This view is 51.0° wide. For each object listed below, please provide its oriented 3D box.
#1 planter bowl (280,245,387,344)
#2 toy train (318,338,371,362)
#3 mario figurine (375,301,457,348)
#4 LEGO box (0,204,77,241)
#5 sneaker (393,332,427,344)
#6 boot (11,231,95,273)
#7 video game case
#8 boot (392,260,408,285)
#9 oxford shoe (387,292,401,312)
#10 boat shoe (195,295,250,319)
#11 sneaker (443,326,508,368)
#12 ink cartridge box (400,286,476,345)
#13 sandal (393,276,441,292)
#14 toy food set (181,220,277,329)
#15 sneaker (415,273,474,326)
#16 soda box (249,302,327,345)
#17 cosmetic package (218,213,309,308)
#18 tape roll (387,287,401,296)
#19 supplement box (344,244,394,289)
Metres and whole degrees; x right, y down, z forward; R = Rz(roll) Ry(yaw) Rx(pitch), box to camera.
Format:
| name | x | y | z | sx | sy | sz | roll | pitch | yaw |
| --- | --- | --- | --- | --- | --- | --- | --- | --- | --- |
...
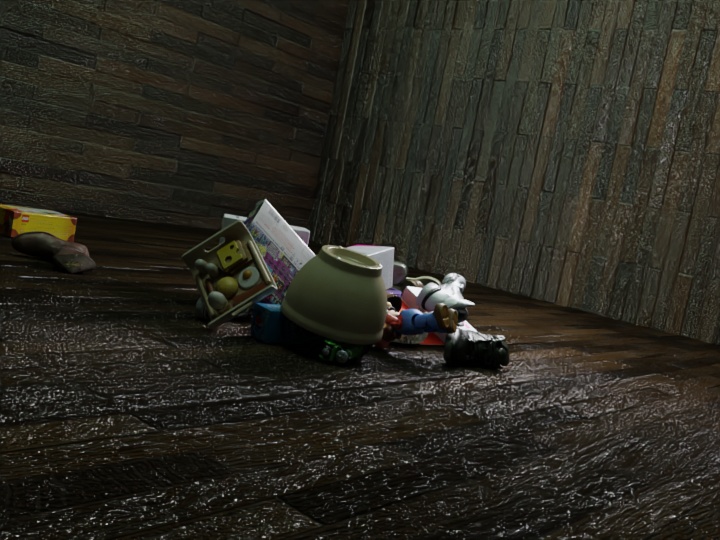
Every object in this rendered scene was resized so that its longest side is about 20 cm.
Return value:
| name | x | y | z | sx | sy | sz | roll | pitch | yaw |
| --- | --- | --- | --- | --- | --- | --- | --- | --- | --- |
| planter bowl | -0.034 | 0.034 | 1.403 | 0.200 | 0.135 | 0.200 | 18 | 13 | -4 |
| toy train | -0.023 | 0.143 | 1.401 | 0.056 | 0.042 | 0.200 | 23 | 8 | 13 |
| mario figurine | 0.090 | 0.089 | 1.528 | 0.199 | 0.124 | 0.106 | -8 | 35 | 26 |
| LEGO box | -0.973 | -0.140 | 2.240 | 0.149 | 0.077 | 0.200 | 15 | 7 | 37 |
| sneaker | 0.041 | 0.121 | 1.657 | 0.200 | 0.070 | 0.100 | 14 | -2 | -11 |
| boot | -0.730 | -0.039 | 1.794 | 0.186 | 0.064 | 0.200 | 6 | 11 | -24 |
| video game case | -0.188 | -0.021 | 1.622 | 0.036 | 0.182 | 0.200 | -14 | -51 | 40 |
| boot | 0.015 | 0.011 | 1.916 | 0.199 | 0.068 | 0.131 | 4 | 9 | 11 |
| oxford shoe | -0.004 | 0.089 | 1.723 | 0.200 | 0.072 | 0.071 | -9 | 22 | -36 |
| boat shoe | -0.260 | 0.073 | 1.562 | 0.071 | 0.072 | 0.200 | 21 | 19 | 17 |
| sneaker | 0.241 | 0.160 | 1.559 | 0.114 | 0.076 | 0.199 | 6 | -3 | 26 |
| ink cartridge box | 0.157 | 0.106 | 1.796 | 0.173 | 0.044 | 0.200 | 8 | 27 | -40 |
| sandal | 0.179 | 0.060 | 2.608 | 0.200 | 0.080 | 0.057 | 5 | 21 | 9 |
| toy food set | -0.258 | 0.004 | 1.452 | 0.200 | 0.143 | 0.060 | 59 | 2 | 38 |
| sneaker | 0.222 | 0.073 | 1.789 | 0.115 | 0.075 | 0.200 | 36 | 28 | 24 |
| soda box | -0.110 | 0.106 | 1.464 | 0.200 | 0.064 | 0.068 | 6 | 7 | -38 |
| cosmetic package | -0.236 | -0.016 | 1.761 | 0.199 | 0.200 | 0.123 | 10 | 5 | -10 |
| tape roll | 0.000 | 0.076 | 1.919 | 0.199 | 0.085 | 0.200 | 11 | 6 | -1 |
| supplement box | 0.000 | 0.000 | 1.740 | 0.101 | 0.104 | 0.200 | 5 | 10 | 20 |
